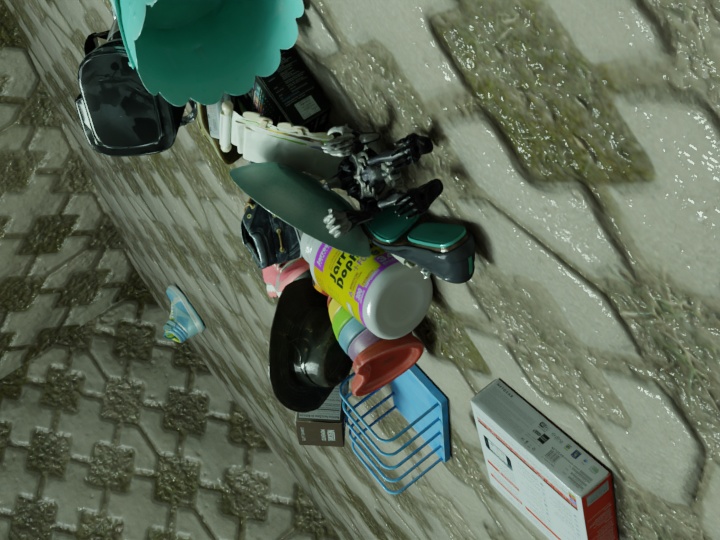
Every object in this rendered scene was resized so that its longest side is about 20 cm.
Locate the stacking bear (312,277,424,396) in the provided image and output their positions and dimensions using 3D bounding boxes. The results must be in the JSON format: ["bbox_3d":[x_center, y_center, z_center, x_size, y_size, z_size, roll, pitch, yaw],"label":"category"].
[{"bbox_3d":[-0.002,0.053,1.367,0.202,0.112,0.122,61,163,25],"label":"stacking bear"}]

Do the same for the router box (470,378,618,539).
[{"bbox_3d":[0.227,0.257,1.194,0.200,0.048,0.181,40,157,44],"label":"router box"}]

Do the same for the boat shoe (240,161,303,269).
[{"bbox_3d":[-0.150,-0.104,1.471,0.203,0.090,0.071,66,158,11],"label":"boat shoe"}]

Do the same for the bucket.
[{"bbox_3d":[-0.179,-0.302,1.068,0.136,0.205,0.209,55,165,29],"label":"bucket"}]

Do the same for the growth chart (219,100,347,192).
[{"bbox_3d":[-0.083,-0.148,1.180,0.196,0.018,0.145,17,161,-13],"label":"growth chart"}]

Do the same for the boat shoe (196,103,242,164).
[{"bbox_3d":[-0.232,-0.248,1.514,0.066,0.074,0.201,41,158,26],"label":"boat shoe"}]

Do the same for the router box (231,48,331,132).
[{"bbox_3d":[-0.114,-0.218,1.261,0.151,0.062,0.200,55,163,7],"label":"router box"}]

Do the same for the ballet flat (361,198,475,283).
[{"bbox_3d":[0.066,-0.029,1.101,0.199,0.073,0.074,26,146,56],"label":"ballet flat"}]

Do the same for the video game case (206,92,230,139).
[{"bbox_3d":[-0.197,-0.271,1.293,0.200,0.023,0.186,-145,48,-75],"label":"video game case"}]

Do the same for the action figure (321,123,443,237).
[{"bbox_3d":[0.002,-0.103,1.053,0.199,0.100,0.121,4,105,62],"label":"action figure"}]

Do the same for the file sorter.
[{"bbox_3d":[0.052,0.240,1.523,0.139,0.122,0.202,45,159,31],"label":"file sorter"}]

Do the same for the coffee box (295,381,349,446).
[{"bbox_3d":[-0.058,0.177,1.602,0.115,0.078,0.204,87,-174,-62],"label":"coffee box"}]

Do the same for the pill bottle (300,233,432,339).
[{"bbox_3d":[0.000,0.000,1.266,0.199,0.103,0.105,37,155,46],"label":"pill bottle"}]

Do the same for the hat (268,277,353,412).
[{"bbox_3d":[-0.055,0.110,1.430,0.080,0.201,0.203,-2,125,36],"label":"hat"}]

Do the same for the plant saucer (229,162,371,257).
[{"bbox_3d":[-0.064,-0.085,1.166,0.199,0.039,0.201,29,-169,-6],"label":"plant saucer"}]

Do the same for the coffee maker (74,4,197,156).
[{"bbox_3d":[-0.266,-0.230,1.225,0.193,0.133,0.202,56,-157,-31],"label":"coffee maker"}]

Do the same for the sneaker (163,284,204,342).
[{"bbox_3d":[-0.618,0.150,3.192,0.201,0.130,0.080,50,163,22],"label":"sneaker"}]

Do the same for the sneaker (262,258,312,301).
[{"bbox_3d":[-0.126,-0.004,1.543,0.088,0.073,0.200,62,161,-8],"label":"sneaker"}]
